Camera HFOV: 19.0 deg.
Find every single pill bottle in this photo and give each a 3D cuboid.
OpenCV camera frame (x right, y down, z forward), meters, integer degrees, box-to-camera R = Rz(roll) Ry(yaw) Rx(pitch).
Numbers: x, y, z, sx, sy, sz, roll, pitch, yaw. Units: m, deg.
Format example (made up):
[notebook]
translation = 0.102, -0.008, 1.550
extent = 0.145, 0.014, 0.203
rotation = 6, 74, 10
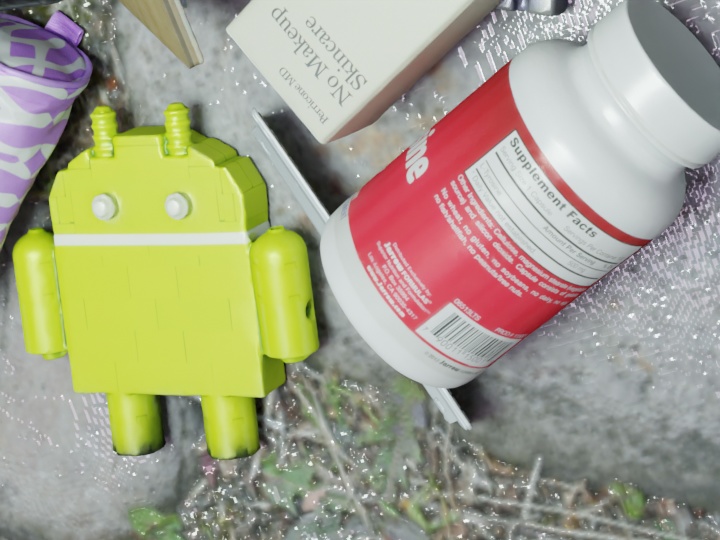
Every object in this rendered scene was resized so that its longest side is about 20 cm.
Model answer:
[pill bottle]
translation = 0.084, -0.039, 1.049
extent = 0.200, 0.112, 0.112
rotation = -40, 87, 26

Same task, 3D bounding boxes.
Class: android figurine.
[android figurine]
translation = -0.108, 0.006, 1.185
extent = 0.181, 0.041, 0.201
rotation = 2, 106, 23

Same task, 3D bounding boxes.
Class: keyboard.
[keyboard]
translation = 0.000, 0.000, 1.129
extent = 0.011, 0.056, 0.200
rotation = -34, 89, -7

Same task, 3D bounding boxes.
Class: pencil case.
[pencil case]
translation = -0.220, -0.048, 1.192
extent = 0.084, 0.085, 0.200
rotation = 40, 117, 17

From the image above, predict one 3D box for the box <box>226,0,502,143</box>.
[box]
translation = 0.034, -0.156, 1.029
extent = 0.082, 0.068, 0.200
rotation = 48, 116, 5

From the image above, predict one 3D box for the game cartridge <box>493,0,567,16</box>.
[game cartridge]
translation = 0.013, -0.204, 1.081
extent = 0.199, 0.038, 0.130
rotation = 11, 104, 21

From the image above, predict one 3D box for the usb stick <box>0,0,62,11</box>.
[usb stick]
translation = -0.203, -0.154, 1.133
extent = 0.200, 0.056, 0.033
rotation = 1, 134, 50

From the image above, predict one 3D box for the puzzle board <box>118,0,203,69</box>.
[puzzle board]
translation = -0.139, -0.210, 1.059
extent = 0.151, 0.017, 0.200
rotation = 45, 160, 50
